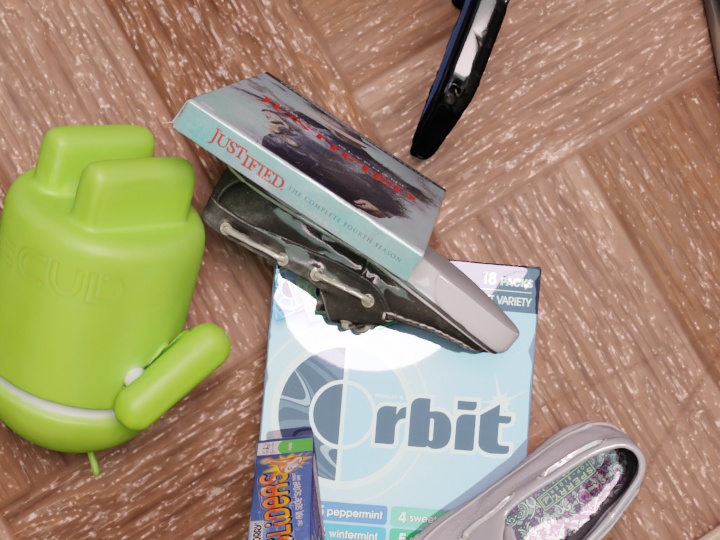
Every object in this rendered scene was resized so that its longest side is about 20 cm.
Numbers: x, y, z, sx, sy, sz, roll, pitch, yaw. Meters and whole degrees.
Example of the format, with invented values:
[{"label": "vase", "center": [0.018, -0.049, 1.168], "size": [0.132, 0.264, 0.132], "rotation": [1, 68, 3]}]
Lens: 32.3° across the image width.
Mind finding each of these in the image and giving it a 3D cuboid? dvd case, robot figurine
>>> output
[{"label": "dvd case", "center": [-0.019, -0.062, 0.716], "size": [0.145, 0.200, 0.022], "rotation": [33, 104, 0]}, {"label": "robot figurine", "center": [-0.158, 0.018, 0.723], "size": [0.175, 0.115, 0.202], "rotation": [36, 120, 35]}]

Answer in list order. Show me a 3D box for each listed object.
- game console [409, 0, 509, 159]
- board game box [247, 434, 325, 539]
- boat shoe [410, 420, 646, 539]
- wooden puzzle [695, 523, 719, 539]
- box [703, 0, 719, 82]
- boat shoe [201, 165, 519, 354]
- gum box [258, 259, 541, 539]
[{"label": "game console", "center": [0.029, -0.176, 0.723], "size": [0.115, 0.200, 0.178], "rotation": [21, 86, -1]}, {"label": "board game box", "center": [-0.032, 0.214, 0.694], "size": [0.034, 0.136, 0.202], "rotation": [-6, 110, 1]}, {"label": "boat shoe", "center": [0.088, 0.166, 0.727], "size": [0.199, 0.069, 0.072], "rotation": [-34, 90, -5]}, {"label": "wooden puzzle", "center": [0.278, 0.241, 0.798], "size": [0.199, 0.037, 0.186], "rotation": [-32, 89, 0]}, {"label": "box", "center": [0.290, -0.185, 0.738], "size": [0.122, 0.200, 0.201], "rotation": [-11, 87, -4]}, {"label": "boat shoe", "center": [0.000, 0.000, 0.737], "size": [0.199, 0.071, 0.064], "rotation": [33, 100, -2]}, {"label": "gum box", "center": [0.021, 0.092, 0.784], "size": [0.168, 0.045, 0.203], "rotation": [5, 87, -3]}]
